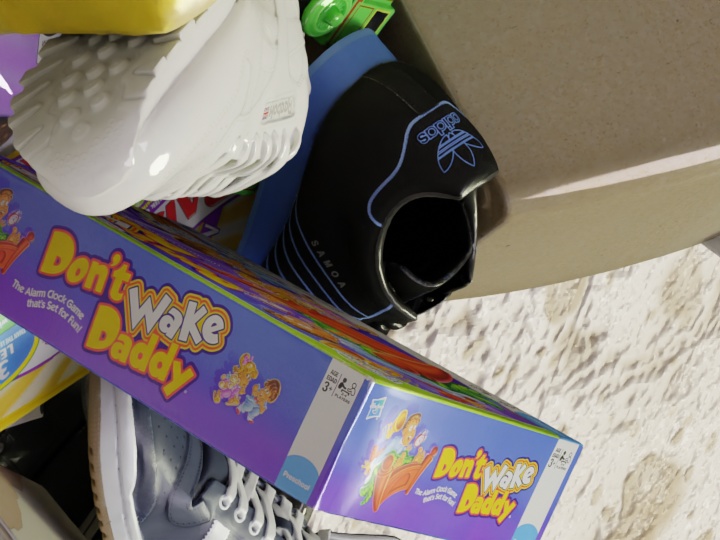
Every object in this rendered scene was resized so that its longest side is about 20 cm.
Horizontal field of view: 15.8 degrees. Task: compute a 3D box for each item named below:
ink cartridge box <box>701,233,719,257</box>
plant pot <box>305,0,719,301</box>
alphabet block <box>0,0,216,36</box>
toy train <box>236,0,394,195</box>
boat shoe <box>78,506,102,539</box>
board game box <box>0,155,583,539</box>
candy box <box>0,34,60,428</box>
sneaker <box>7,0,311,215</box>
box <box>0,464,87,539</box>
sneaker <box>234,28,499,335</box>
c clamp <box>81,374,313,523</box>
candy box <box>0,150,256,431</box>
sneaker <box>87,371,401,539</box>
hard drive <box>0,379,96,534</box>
[{"bbox_3d":[0.178,-0.118,1.197,0.047,0.198,0.201,13,106,-30],"label":"ink cartridge box"},{"bbox_3d":[0.072,-0.095,1.051,0.176,0.201,0.200,-24,174,-26],"label":"plant pot"},{"bbox_3d":[-0.076,-0.205,0.801,0.200,0.195,0.197,-41,112,-23],"label":"alphabet block"},{"bbox_3d":[-0.006,-0.108,0.934,0.200,0.042,0.056,-52,153,19],"label":"toy train"},{"bbox_3d":[-0.076,0.105,1.116,0.201,0.062,0.075,-58,142,-2],"label":"boat shoe"},{"bbox_3d":[-0.040,0.028,0.885,0.134,0.200,0.045,21,96,-55],"label":"board game box"},{"bbox_3d":[-0.191,-0.022,0.944,0.167,0.071,0.201,-19,129,-42],"label":"candy box"},{"bbox_3d":[-0.051,-0.056,0.818,0.081,0.076,0.200,64,19,-18],"label":"sneaker"},{"bbox_3d":[-0.150,0.127,0.968,0.095,0.078,0.200,-38,170,-4],"label":"box"},{"bbox_3d":[0.000,0.000,0.983,0.070,0.078,0.200,-35,157,-29],"label":"sneaker"},{"bbox_3d":[-0.028,0.035,1.091,0.170,0.027,0.201,21,82,-17],"label":"c clamp"},{"bbox_3d":[-0.107,-0.007,0.974,0.200,0.026,0.103,-35,141,-33],"label":"candy box"},{"bbox_3d":[-0.039,0.106,1.018,0.108,0.070,0.201,-9,127,5],"label":"sneaker"},{"bbox_3d":[-0.100,0.056,1.136,0.200,0.038,0.140,-49,143,-11],"label":"hard drive"}]
